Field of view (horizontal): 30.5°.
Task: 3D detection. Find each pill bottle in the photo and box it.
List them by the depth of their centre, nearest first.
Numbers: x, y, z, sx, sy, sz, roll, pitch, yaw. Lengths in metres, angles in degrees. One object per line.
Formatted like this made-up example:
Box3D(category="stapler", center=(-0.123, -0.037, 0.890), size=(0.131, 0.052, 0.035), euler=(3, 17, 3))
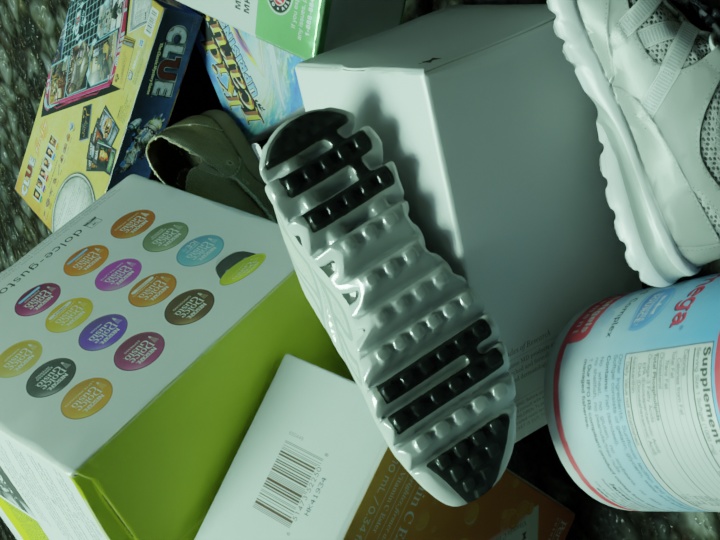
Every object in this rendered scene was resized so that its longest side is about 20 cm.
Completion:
Box3D(category="pill bottle", center=(0.179, 0.053, 0.597), size=(0.199, 0.108, 0.110), euler=(-18, 96, 60))

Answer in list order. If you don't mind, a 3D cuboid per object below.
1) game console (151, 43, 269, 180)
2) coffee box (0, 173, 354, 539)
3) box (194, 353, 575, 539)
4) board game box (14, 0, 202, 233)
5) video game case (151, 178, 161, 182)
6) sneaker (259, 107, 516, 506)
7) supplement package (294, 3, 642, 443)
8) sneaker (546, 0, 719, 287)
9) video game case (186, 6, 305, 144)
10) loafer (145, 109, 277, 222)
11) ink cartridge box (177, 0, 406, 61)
Box3D(category="game console", center=(-0.123, -0.087, 1.085), size=(0.176, 0.115, 0.203), euler=(-107, 1, -77))
Box3D(category="coffee box", center=(-0.119, 0.093, 0.817), size=(0.196, 0.200, 0.202), euler=(20, 142, 42))
Box3D(category="box", center=(0.019, 0.151, 0.758), size=(0.097, 0.126, 0.200), euler=(19, 168, 42))
Box3D(category="board game box", center=(-0.192, -0.121, 0.986), size=(0.135, 0.034, 0.202), euler=(41, 116, 43))
Box3D(category="video game case", center=(-0.122, 0.021, 1.040), size=(0.198, 0.036, 0.184), euler=(6, 111, 26))
Box3D(category="sneaker", center=(0.013, 0.020, 0.653), size=(0.202, 0.074, 0.081), euler=(64, 164, 6))
Box3D(category="supplement package", center=(0.064, -0.031, 0.712), size=(0.121, 0.119, 0.202), euler=(16, 125, 55))
Box3D(category="sneaker", center=(0.143, -0.099, 0.610), size=(0.081, 0.075, 0.203), euler=(-17, 92, 25))
Box3D(category="video game case", center=(-0.071, -0.201, 0.887), size=(0.181, 0.045, 0.202), euler=(-18, 95, 62))
Box3D(category="loafer", center=(-0.087, -0.034, 0.903), size=(0.200, 0.067, 0.077), euler=(50, 141, 39))
Box3D(category="ink cartridge box", center=(-0.065, -0.224, 0.751), size=(0.199, 0.087, 0.147), euler=(30, 125, 29))
